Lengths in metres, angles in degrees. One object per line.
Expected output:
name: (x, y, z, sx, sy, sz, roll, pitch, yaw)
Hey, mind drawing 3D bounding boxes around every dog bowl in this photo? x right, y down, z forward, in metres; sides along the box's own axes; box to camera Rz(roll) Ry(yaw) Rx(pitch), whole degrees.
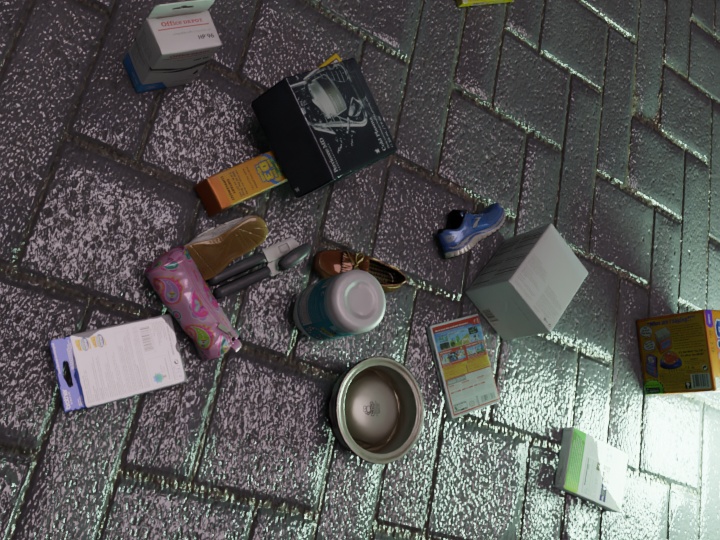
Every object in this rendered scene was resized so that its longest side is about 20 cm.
dog bowl: (0.022, 0.268, 1.370, 0.199, 0.074, 0.201, 7, 76, -31)

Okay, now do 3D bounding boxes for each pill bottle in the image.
pill bottle: (-0.049, 0.069, 1.294, 0.110, 0.200, 0.111, 7, 75, -30)

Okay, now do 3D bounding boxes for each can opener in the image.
can opener: (-0.182, -0.009, 1.308, 0.200, 0.067, 0.054, -27, 93, -34)

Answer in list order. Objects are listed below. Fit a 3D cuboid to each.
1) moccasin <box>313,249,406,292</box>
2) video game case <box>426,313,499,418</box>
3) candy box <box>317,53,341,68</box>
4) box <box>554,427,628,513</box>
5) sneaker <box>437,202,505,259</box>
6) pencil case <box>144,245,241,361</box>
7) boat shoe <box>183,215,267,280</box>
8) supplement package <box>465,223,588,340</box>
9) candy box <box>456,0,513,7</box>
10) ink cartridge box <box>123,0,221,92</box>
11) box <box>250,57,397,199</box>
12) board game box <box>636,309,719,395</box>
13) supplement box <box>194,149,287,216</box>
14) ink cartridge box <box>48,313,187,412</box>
moccasin: (0.000, 0.002, 1.413, 0.201, 0.078, 0.074, 21, 68, -27)
video game case: (0.223, 0.205, 1.544, 0.143, 0.017, 0.201, -10, 85, -33)
candy box: (-0.083, -0.354, 1.466, 0.102, 0.026, 0.200, 51, 58, -16)
box: (0.546, 0.470, 1.677, 0.200, 0.036, 0.145, 29, 65, -25)
sneaker: (0.249, -0.108, 1.597, 0.200, 0.078, 0.089, -35, 100, -33)
pencil case: (-0.279, 0.059, 1.203, 0.087, 0.087, 0.201, -41, 112, -32)
boat shoe: (-0.262, -0.038, 1.268, 0.199, 0.069, 0.071, -27, 115, -15)
supplement package: (0.374, 0.028, 1.600, 0.152, 0.150, 0.200, 50, 59, -12)
candy box: (0.309, -0.727, 1.808, 0.199, 0.026, 0.103, -19, 92, -34)
ink cartridge box: (-0.320, -0.385, 1.227, 0.116, 0.200, 0.068, -23, 91, -33)
box: (-0.066, -0.270, 1.345, 0.196, 0.124, 0.201, -32, 99, -42)
board game box: (0.869, 0.215, 1.839, 0.199, 0.200, 0.201, 4, 77, -31)
supplement box: (-0.205, -0.172, 1.332, 0.200, 0.069, 0.067, -32, 99, -36)
ink cartridge box: (-0.392, 0.149, 1.155, 0.199, 0.042, 0.120, -12, 84, -37)
